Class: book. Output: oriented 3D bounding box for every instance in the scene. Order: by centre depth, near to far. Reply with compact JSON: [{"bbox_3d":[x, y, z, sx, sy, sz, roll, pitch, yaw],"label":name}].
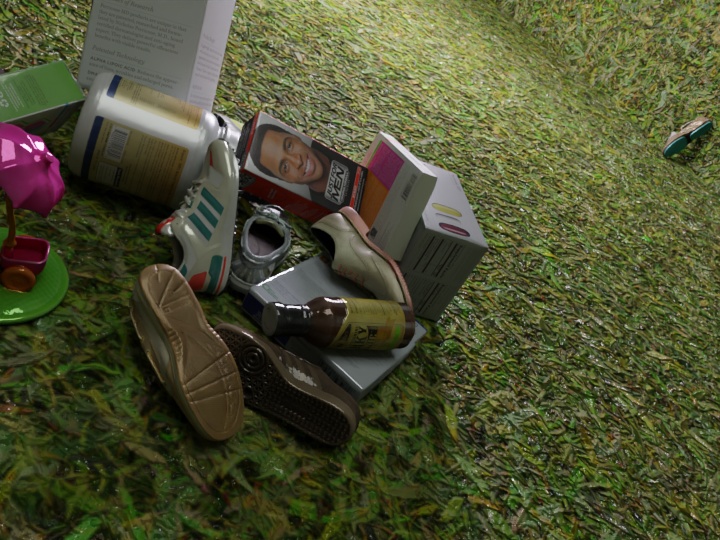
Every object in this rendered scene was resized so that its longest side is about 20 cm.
[{"bbox_3d":[0.041,-0.119,1.069,0.048,0.134,0.200,16,21,-24],"label":"book"}]

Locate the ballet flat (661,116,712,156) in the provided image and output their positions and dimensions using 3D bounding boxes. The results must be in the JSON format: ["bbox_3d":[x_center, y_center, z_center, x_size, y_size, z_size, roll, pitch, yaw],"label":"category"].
[{"bbox_3d":[1.146,-0.477,2.505,0.071,0.199,0.065,52,8,-43],"label":"ballet flat"}]

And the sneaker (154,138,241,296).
[{"bbox_3d":[-0.206,-0.070,0.886,0.093,0.202,0.070,5,-1,-25],"label":"sneaker"}]

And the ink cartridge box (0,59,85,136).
[{"bbox_3d":[-0.453,-0.189,0.867,0.200,0.103,0.060,-36,100,-45],"label":"ink cartridge box"}]

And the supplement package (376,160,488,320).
[{"bbox_3d":[0.092,-0.054,1.106,0.110,0.156,0.201,16,35,-23],"label":"supplement package"}]

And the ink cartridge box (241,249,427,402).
[{"bbox_3d":[-0.029,0.068,0.954,0.199,0.041,0.200,41,33,13],"label":"ink cartridge box"}]

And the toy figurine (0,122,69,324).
[{"bbox_3d":[-0.383,-0.067,0.714,0.199,0.185,0.151,13,37,-24],"label":"toy figurine"}]

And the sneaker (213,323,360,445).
[{"bbox_3d":[-0.088,0.129,0.821,0.199,0.071,0.076,37,14,3],"label":"sneaker"}]

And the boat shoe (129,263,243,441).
[{"bbox_3d":[-0.191,0.094,0.764,0.073,0.069,0.201,-16,76,-45],"label":"boat shoe"}]

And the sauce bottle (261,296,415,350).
[{"bbox_3d":[-0.025,0.065,0.865,0.199,0.065,0.065,5,41,-34],"label":"sauce bottle"}]

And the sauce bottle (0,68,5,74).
[{"bbox_3d":[-0.539,-0.278,0.974,0.199,0.066,0.066,30,33,-4],"label":"sauce bottle"}]

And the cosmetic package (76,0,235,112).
[{"bbox_3d":[-0.303,-0.350,1.073,0.164,0.202,0.165,15,10,-1],"label":"cosmetic package"}]

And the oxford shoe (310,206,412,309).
[{"bbox_3d":[0.000,0.000,0.988,0.073,0.071,0.200,-23,58,-25],"label":"oxford shoe"}]

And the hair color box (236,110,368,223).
[{"bbox_3d":[-0.090,-0.143,1.062,0.199,0.061,0.102,23,65,-29],"label":"hair color box"}]

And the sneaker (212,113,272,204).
[{"bbox_3d":[-0.170,-0.182,1.139,0.090,0.078,0.200,0,46,-49],"label":"sneaker"}]

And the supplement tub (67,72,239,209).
[{"bbox_3d":[-0.279,-0.169,0.967,0.199,0.145,0.145,19,35,-18],"label":"supplement tub"}]

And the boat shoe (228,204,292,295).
[{"bbox_3d":[-0.134,-0.042,0.989,0.074,0.065,0.202,28,30,-5],"label":"boat shoe"}]
